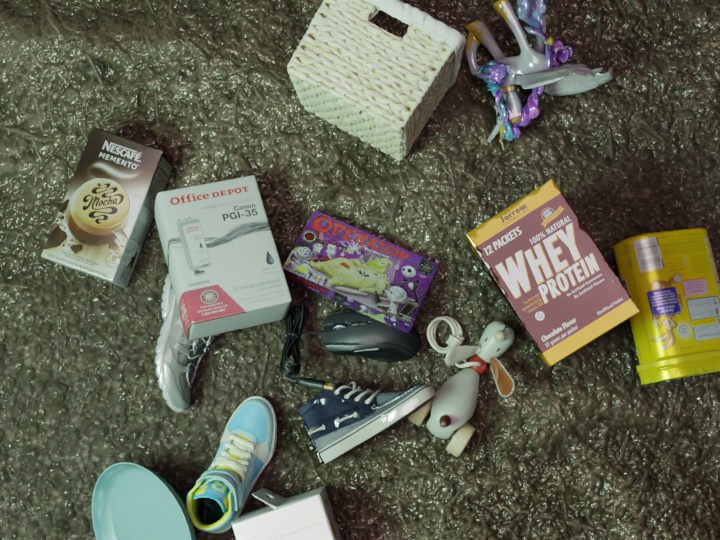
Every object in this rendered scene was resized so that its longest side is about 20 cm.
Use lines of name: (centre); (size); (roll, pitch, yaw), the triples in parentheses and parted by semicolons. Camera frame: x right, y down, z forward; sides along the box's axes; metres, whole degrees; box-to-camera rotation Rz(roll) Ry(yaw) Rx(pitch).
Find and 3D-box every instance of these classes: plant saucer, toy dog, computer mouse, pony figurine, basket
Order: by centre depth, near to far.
plant saucer: (-0.289, 0.352, 1.290); (0.200, 0.027, 0.201); (9, 106, 34)
toy dog: (0.145, 0.158, 1.327); (0.132, 0.096, 0.200); (13, 82, 2)
computer mouse: (-0.016, 0.106, 1.333); (0.200, 0.046, 0.141); (10, 52, 2)
basket: (0.021, -0.281, 1.342); (0.198, 0.200, 0.161); (29, 85, 5)
pony figurine: (0.247, -0.294, 1.380); (0.193, 0.166, 0.200); (-18, 84, 30)

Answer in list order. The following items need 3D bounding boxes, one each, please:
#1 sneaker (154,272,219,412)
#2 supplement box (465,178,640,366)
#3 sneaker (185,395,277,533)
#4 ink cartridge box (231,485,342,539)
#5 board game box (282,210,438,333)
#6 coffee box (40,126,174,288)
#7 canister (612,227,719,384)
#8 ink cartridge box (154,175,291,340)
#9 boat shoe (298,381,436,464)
sneaker: (-0.242, 0.100, 1.350); (0.082, 0.075, 0.200); (1, 81, 2)
supplement box: (0.254, 0.008, 1.289); (0.133, 0.197, 0.200); (-33, 82, 6)
sneaker: (-0.173, 0.267, 1.298); (0.079, 0.131, 0.200); (19, 82, 5)
ink cartridge box: (-0.086, 0.384, 1.281); (0.125, 0.129, 0.200); (-18, 83, -2)
board game box: (0.000, 0.000, 1.362); (0.200, 0.032, 0.120); (23, 50, 4)
coffee box: (-0.362, -0.090, 1.377); (0.113, 0.080, 0.200); (19, 83, 4)
canister: (0.441, 0.048, 1.332); (0.148, 0.087, 0.200); (-6, 79, -22)
ink cartridge box: (-0.195, -0.020, 1.332); (0.146, 0.083, 0.200); (-12, 72, -18)
boat shoe: (0.002, 0.184, 1.312); (0.200, 0.075, 0.093); (-33, 79, 19)
